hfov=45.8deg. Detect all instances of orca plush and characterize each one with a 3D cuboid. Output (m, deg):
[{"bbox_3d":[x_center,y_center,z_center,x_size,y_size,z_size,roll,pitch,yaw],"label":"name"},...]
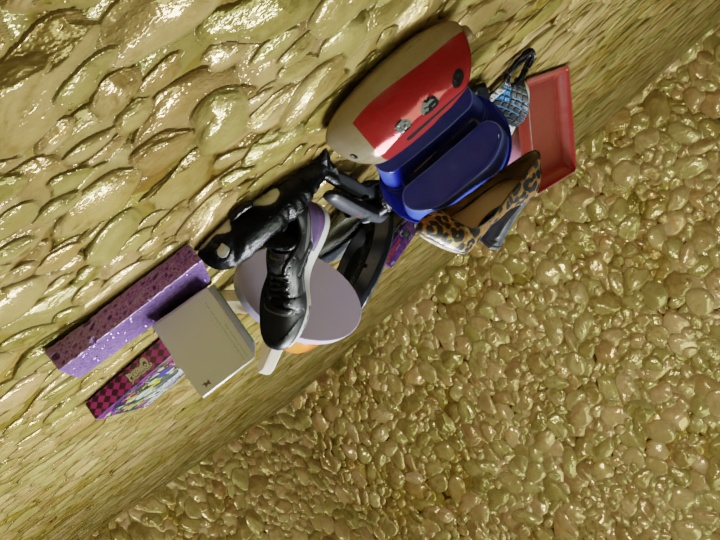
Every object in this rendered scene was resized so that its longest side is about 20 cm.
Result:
[{"bbox_3d":[-0.096,-0.054,1.028,0.199,0.071,0.105,-35,172,-24],"label":"orca plush"}]

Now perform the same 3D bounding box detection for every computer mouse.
[{"bbox_3d":[0.190,-0.273,1.266,0.199,0.034,0.059,-40,144,-24],"label":"computer mouse"}]

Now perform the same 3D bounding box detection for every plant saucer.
[{"bbox_3d":[0.338,-0.259,1.561,0.036,0.203,0.199,2,-161,34],"label":"plant saucer"}]

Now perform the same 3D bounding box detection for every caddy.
[{"bbox_3d":[0.111,-0.155,1.153,0.199,0.142,0.105,-39,169,8],"label":"caddy"}]

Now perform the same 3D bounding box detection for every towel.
[{"bbox_3d":[-0.029,-0.067,1.440,0.200,0.035,0.191,-42,169,38],"label":"towel"}]

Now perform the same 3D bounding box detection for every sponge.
[{"bbox_3d":[-0.266,0.051,1.001,0.199,0.030,0.112,-39,173,-10],"label":"sponge"}]

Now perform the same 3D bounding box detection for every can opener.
[{"bbox_3d":[-0.008,-0.097,1.174,0.077,0.065,0.200,-18,173,16],"label":"can opener"}]

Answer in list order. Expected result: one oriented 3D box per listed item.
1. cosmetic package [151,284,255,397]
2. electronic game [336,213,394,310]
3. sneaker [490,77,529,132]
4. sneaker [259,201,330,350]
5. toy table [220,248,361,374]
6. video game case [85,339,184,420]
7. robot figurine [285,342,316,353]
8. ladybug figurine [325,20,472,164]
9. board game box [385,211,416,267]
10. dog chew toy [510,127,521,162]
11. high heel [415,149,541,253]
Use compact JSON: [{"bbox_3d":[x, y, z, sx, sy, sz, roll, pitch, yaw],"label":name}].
[{"bbox_3d":[-0.196,0.085,1.097,0.084,0.108,0.200,-35,-175,-7],"label":"cosmetic package"},{"bbox_3d":[0.000,0.000,1.358,0.201,0.041,0.201,-57,-164,27],"label":"electronic game"},{"bbox_3d":[0.237,-0.270,1.406,0.200,0.074,0.088,108,8,-69],"label":"sneaker"},{"bbox_3d":[-0.104,0.003,1.113,0.087,0.074,0.204,11,92,-70],"label":"sneaker"},{"bbox_3d":[-0.110,0.050,1.254,0.117,0.198,0.186,-31,-146,53],"label":"toy table"},{"bbox_3d":[-0.309,0.151,1.339,0.199,0.036,0.181,-40,171,8],"label":"video game case"},{"bbox_3d":[-0.099,0.087,1.642,0.199,0.143,0.118,-28,145,-51],"label":"robot figurine"},{"bbox_3d":[0.050,-0.188,0.936,0.199,0.072,0.135,-41,171,17],"label":"ladybug figurine"},{"bbox_3d":[0.052,-0.063,1.447,0.121,0.032,0.200,-59,-168,-5],"label":"board game box"},{"bbox_3d":[0.238,-0.189,1.628,0.199,0.126,0.124,-33,174,22],"label":"dog chew toy"},{"bbox_3d":[0.150,-0.096,1.074,0.198,0.071,0.144,-2,125,-50],"label":"high heel"}]
